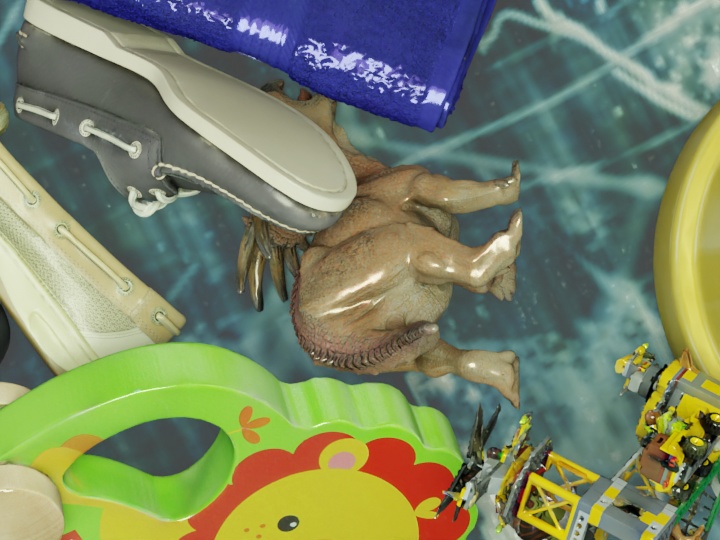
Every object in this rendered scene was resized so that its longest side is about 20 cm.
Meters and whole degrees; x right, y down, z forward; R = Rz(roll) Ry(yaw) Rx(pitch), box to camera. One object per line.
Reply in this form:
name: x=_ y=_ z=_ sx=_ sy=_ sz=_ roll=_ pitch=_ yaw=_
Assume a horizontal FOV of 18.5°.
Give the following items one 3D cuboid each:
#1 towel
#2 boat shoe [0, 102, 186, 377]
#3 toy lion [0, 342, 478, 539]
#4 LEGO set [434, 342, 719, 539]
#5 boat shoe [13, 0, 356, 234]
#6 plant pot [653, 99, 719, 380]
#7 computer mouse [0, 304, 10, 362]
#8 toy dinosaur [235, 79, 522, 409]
towel: x=-0.034 y=-0.150 z=0.967 sx=0.198 sy=0.050 sz=0.149 roll=20 pitch=65 yaw=1
boat shoe: x=-0.156 y=-0.040 z=0.968 sx=0.063 sy=0.073 sz=0.201 roll=-35 pitch=92 yaw=-7
toy lion: x=-0.052 y=0.101 z=0.922 sx=0.190 sy=0.069 sz=0.201 roll=-25 pitch=132 yaw=5
LEGO set: x=0.071 y=0.115 z=0.910 sx=0.115 sy=0.154 sz=0.201 roll=27 pitch=131 yaw=19
boat shoe: x=-0.079 y=-0.055 z=0.937 sx=0.199 sy=0.072 sz=0.063 roll=34 pitch=110 yaw=35
plant pot: x=0.227 y=-0.006 z=0.901 sx=0.199 sy=0.189 sz=0.203 roll=0 pitch=89 yaw=2
computer mouse: x=-0.247 y=0.059 z=0.990 sx=0.199 sy=0.034 sz=0.059 roll=-23 pitch=106 yaw=6
toy dinosaur: x=0.000 y=0.000 z=0.926 sx=0.134 sy=0.200 sz=0.087 roll=0 pitch=119 yaw=2
